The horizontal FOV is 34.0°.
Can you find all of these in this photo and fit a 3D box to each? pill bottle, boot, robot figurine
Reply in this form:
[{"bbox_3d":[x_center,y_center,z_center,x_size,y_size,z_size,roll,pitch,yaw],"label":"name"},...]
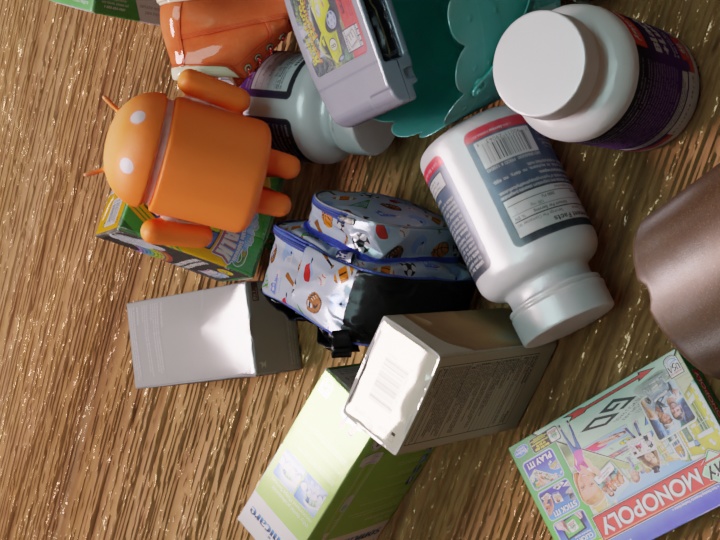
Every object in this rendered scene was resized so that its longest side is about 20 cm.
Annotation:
[{"bbox_3d":[0.146,-0.038,1.074,0.119,0.119,0.201,-34,72,33],"label":"pill bottle"},{"bbox_3d":[-0.062,-0.171,1.227,0.199,0.111,0.112,11,98,37],"label":"pill bottle"},{"bbox_3d":[0.195,-0.160,0.982,0.111,0.199,0.112,1,92,37],"label":"pill bottle"},{"bbox_3d":[-0.099,-0.238,1.170,0.075,0.199,0.108,-142,47,-80],"label":"boot"},{"bbox_3d":[-0.161,-0.103,1.142,0.117,0.199,0.144,-91,21,-46],"label":"robot figurine"}]

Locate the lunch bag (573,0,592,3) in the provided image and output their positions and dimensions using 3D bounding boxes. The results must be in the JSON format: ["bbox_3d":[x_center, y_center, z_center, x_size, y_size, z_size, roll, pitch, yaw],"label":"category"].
[{"bbox_3d":[0.212,-0.354,1.014,0.200,0.117,0.165,-47,64,41],"label":"lunch bag"}]

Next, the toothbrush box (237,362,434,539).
[{"bbox_3d":[-0.010,0.193,1.183,0.086,0.145,0.201,41,115,29],"label":"toothbrush box"}]

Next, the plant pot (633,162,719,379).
[{"bbox_3d":[0.331,-0.021,0.896,0.198,0.200,0.201,-36,70,40],"label":"plant pot"}]

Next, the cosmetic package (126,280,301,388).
[{"bbox_3d":[-0.169,0.074,1.343,0.199,0.090,0.108,-7,86,35],"label":"cosmetic package"}]

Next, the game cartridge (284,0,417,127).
[{"bbox_3d":[-0.019,-0.234,1.062,0.133,0.041,0.201,-11,99,66],"label":"game cartridge"}]

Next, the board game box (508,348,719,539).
[{"bbox_3d":[0.242,0.175,1.061,0.200,0.029,0.135,-38,68,32],"label":"board game box"}]

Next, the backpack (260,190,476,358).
[{"bbox_3d":[0.000,0.000,1.153,0.190,0.199,0.155,14,95,43],"label":"backpack"}]

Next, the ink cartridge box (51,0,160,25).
[{"bbox_3d":[-0.267,-0.396,1.369,0.083,0.146,0.201,21,104,34],"label":"ink cartridge box"}]

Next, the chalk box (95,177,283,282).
[{"bbox_3d":[-0.164,-0.064,1.273,0.125,0.199,0.125,-4,68,66],"label":"chalk box"}]

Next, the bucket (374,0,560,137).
[{"bbox_3d":[0.076,-0.235,1.073,0.207,0.134,0.208,39,141,41],"label":"bucket"}]

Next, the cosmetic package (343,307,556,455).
[{"bbox_3d":[0.085,0.096,1.072,0.071,0.199,0.106,35,110,33],"label":"cosmetic package"}]
